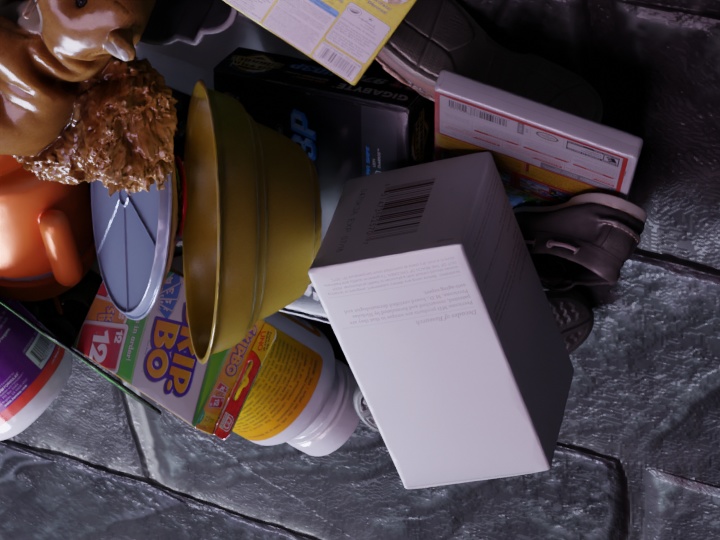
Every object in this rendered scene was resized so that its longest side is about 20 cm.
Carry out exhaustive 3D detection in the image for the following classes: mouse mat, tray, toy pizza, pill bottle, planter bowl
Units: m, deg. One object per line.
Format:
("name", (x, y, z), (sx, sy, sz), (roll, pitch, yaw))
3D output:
("mouse mat", (-0.267, 0.053, 1.834), (0.200, 0.008, 0.161), (28, 171, 43))
("tray", (-0.126, -0.175, 1.634), (0.199, 0.022, 0.108), (22, 141, 12))
("toy pizza", (-0.166, -0.063, 1.652), (0.032, 0.201, 0.200), (-2, 149, -22))
("pill bottle", (-0.365, 0.054, 1.977), (0.200, 0.113, 0.112), (46, 140, -18))
("planter bowl", (-0.075, -0.034, 1.536), (0.083, 0.201, 0.201), (0, 143, -12))
("pill bottle", (-0.092, 0.078, 1.796), (0.111, 0.111, 0.200), (-15, 143, 43))

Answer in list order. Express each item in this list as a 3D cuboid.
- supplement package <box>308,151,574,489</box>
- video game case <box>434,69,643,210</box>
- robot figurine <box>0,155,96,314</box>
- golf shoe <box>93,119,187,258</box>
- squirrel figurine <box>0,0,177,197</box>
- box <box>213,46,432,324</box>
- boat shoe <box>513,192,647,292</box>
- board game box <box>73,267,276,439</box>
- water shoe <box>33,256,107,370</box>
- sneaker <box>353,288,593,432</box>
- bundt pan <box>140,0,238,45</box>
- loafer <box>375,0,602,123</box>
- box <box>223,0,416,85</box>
("supplement package", (0.061, 0.038, 1.525), (0.117, 0.117, 0.200), (-10, 122, 22))
("video game case", (0.120, -0.075, 1.515), (0.143, 0.018, 0.200), (20, 165, 7))
("robot figurine", (-0.281, -0.057, 1.796), (0.143, 0.117, 0.200), (10, 137, 17))
("golf shoe", (-0.137, -0.060, 1.743), (0.088, 0.077, 0.200), (26, 151, -19))
("squirrel figurine", (-0.199, -0.147, 1.519), (0.186, 0.142, 0.200), (-23, 122, 34))
("box", (-0.026, -0.056, 1.609), (0.158, 0.046, 0.201), (14, 125, 21))
("boat shoe", (0.141, -0.011, 1.559), (0.067, 0.057, 0.200), (25, 165, -13))
("board game box", (-0.146, 0.053, 1.686), (0.030, 0.096, 0.200), (23, -177, -46))
("water shoe", (-0.198, 0.064, 1.903), (0.200, 0.079, 0.072), (33, 143, -3))
("sneaker", (0.088, 0.049, 1.710), (0.199, 0.114, 0.076), (-27, 113, 17))
("bundt pan", (-0.151, -0.257, 1.513), (0.201, 0.076, 0.202), (18, 140, 16))
("loafer", (0.070, -0.136, 1.512), (0.200, 0.072, 0.063), (29, 149, -2))
("box", (0.005, -0.233, 1.407), (0.117, 0.048, 0.200), (33, 118, -11))
